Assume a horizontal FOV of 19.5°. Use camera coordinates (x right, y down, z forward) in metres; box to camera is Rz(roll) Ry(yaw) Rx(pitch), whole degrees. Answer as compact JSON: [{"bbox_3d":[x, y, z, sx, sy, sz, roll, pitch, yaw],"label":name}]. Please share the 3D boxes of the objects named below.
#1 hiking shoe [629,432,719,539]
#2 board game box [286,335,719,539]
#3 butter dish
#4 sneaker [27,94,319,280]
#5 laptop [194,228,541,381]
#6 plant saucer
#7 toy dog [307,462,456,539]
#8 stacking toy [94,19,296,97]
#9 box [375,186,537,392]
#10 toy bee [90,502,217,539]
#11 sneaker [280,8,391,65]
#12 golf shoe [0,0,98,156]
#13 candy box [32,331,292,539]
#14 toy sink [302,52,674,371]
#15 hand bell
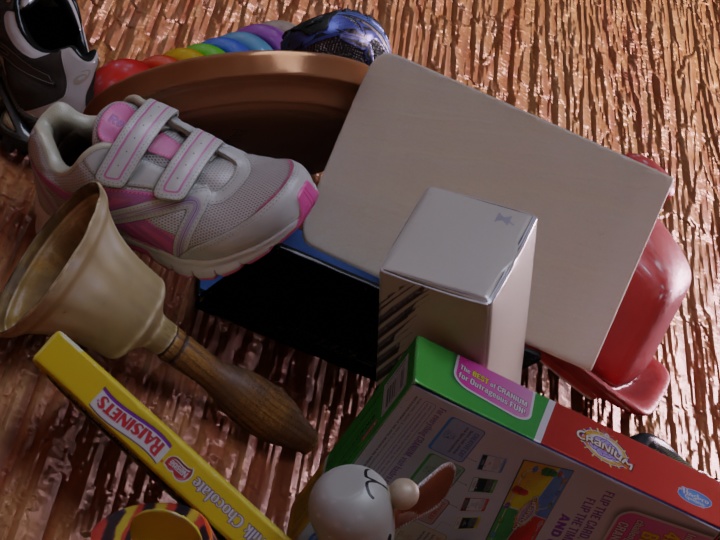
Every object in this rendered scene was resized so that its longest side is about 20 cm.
[{"bbox_3d":[0.260,0.163,1.372,0.200,0.101,0.076,42,30,15],"label":"hiking shoe"},{"bbox_3d":[0.080,0.139,1.179,0.199,0.153,0.040,26,36,-14],"label":"board game box"},{"bbox_3d":[0.162,-0.015,1.461,0.199,0.148,0.200,37,14,8],"label":"butter dish"},{"bbox_3d":[-0.121,-0.054,1.238,0.199,0.089,0.082,3,44,26],"label":"sneaker"},{"bbox_3d":[0.000,0.000,1.350,0.186,0.200,0.116,22,65,-18],"label":"laptop"},{"bbox_3d":[-0.077,-0.090,1.338,0.199,0.200,0.033,6,70,-39],"label":"plant saucer"},{"bbox_3d":[0.051,0.170,1.094,0.200,0.096,0.132,53,17,-62],"label":"toy dog"},{"bbox_3d":[-0.113,-0.126,1.444,0.085,0.086,0.200,47,32,22],"label":"stacking toy"},{"bbox_3d":[0.052,0.056,1.209,0.068,0.201,0.082,17,45,16],"label":"box"},{"bbox_3d":[-0.066,0.182,1.020,0.131,0.108,0.201,68,1,-56],"label":"toy bee"},{"bbox_3d":[0.002,-0.102,1.451,0.200,0.075,0.079,62,9,-49],"label":"sneaker"},{"bbox_3d":[-0.221,-0.164,1.389,0.077,0.095,0.200,1,42,-42],"label":"golf shoe"},{"bbox_3d":[-0.089,0.115,1.124,0.200,0.026,0.102,41,-7,13],"label":"candy box"},{"bbox_3d":[0.077,-0.039,1.322,0.199,0.131,0.112,23,3,0],"label":"toy sink"},{"bbox_3d":[-0.103,0.047,1.225,0.200,0.104,0.104,36,28,-20],"label":"hand bell"}]
